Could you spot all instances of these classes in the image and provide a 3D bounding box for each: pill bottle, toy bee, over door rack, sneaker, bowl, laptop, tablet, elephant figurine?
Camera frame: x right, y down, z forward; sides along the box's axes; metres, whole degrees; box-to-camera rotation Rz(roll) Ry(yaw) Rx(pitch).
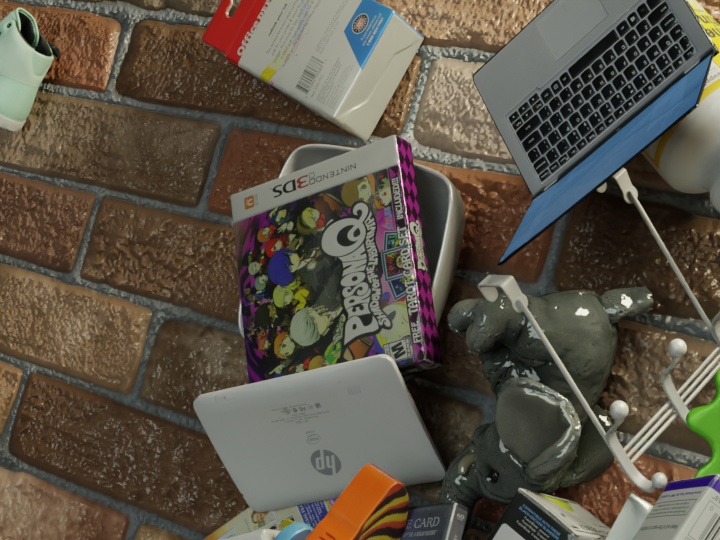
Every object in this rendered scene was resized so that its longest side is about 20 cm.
[{"bbox_3d":[0.260,-0.134,1.031,0.112,0.112,0.201,-43,60,15],"label":"pill bottle"},{"bbox_3d":[-0.037,0.249,1.026,0.198,0.110,0.131,-28,42,-7],"label":"toy bee"},{"bbox_3d":[0.202,0.039,0.962,0.147,0.067,0.201,-40,95,-22],"label":"over door rack"},{"bbox_3d":[-0.426,-0.266,1.508,0.200,0.073,0.119,44,107,22],"label":"sneaker"},{"bbox_3d":[0.000,0.000,1.178,0.198,0.074,0.203,15,85,34],"label":"bowl"},{"bbox_3d":[0.157,-0.134,0.971,0.187,0.115,0.202,-40,62,31],"label":"laptop"},{"bbox_3d":[-0.036,0.143,1.113,0.197,0.131,0.014,-14,26,27],"label":"tablet"},{"bbox_3d":[0.140,0.123,1.040,0.155,0.139,0.204,156,114,-66],"label":"elephant figurine"}]

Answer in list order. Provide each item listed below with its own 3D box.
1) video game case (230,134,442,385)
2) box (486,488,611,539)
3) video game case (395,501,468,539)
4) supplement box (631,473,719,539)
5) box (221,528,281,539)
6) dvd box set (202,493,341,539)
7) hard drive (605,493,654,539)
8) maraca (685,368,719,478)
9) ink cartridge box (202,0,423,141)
[{"bbox_3d":[-0.025,0.005,1.128,0.179,0.036,0.203,-17,70,28],"label":"video game case"},{"bbox_3d":[0.115,0.273,1.012,0.060,0.116,0.202,36,98,35],"label":"box"},{"bbox_3d":[0.015,0.284,1.023,0.142,0.019,0.202,-22,44,56],"label":"video game case"},{"bbox_3d":[0.206,0.249,0.868,0.101,0.103,0.201,37,76,3],"label":"supplement box"},{"bbox_3d":[-0.131,0.306,1.126,0.198,0.097,0.126,-18,70,26],"label":"box"},{"bbox_3d":[-0.042,0.258,1.161,0.199,0.029,0.148,-37,62,18],"label":"dvd box set"},{"bbox_3d":[0.251,0.268,0.934,0.198,0.026,0.133,28,75,20],"label":"hard drive"},{"bbox_3d":[0.330,0.120,0.914,0.197,0.107,0.140,-6,87,14],"label":"maraca"},{"bbox_3d":[-0.050,-0.225,1.272,0.199,0.067,0.117,33,95,33],"label":"ink cartridge box"}]
